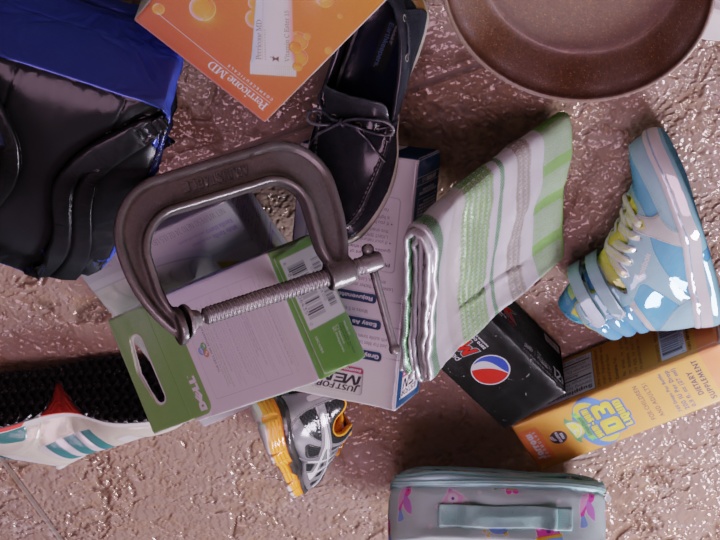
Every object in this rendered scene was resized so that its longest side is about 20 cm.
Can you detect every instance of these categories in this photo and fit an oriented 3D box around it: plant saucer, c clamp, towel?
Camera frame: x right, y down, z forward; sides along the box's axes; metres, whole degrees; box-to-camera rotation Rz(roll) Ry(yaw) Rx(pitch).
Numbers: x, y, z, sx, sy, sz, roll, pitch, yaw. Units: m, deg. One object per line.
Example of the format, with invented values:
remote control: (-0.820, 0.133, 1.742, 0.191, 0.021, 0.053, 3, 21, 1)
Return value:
plant saucer: (0.159, -0.216, 1.319, 0.199, 0.037, 0.201, 7, 131, 8)
c clamp: (-0.074, -0.004, 1.299, 0.199, 0.027, 0.172, -12, 92, -21)
towel: (0.102, -0.019, 1.394, 0.031, 0.200, 0.150, 27, 136, 29)

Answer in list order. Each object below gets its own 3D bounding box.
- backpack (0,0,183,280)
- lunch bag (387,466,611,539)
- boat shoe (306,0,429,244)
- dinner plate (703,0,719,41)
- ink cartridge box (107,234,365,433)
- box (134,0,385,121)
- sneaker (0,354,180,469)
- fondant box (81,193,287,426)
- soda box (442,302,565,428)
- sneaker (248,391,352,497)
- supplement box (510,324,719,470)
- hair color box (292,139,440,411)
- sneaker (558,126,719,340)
backpack: (-0.221, -0.101, 1.337, 0.162, 0.168, 0.200, 19, 128, -7)
lunch bag: (0.124, 0.216, 1.599, 0.199, 0.077, 0.160, 1, 166, 2)
boat shoe: (-0.002, -0.117, 1.340, 0.074, 0.062, 0.201, 19, 98, 17)
dinner plate: (0.283, -0.249, 1.317, 0.199, 0.024, 0.201, -1, 129, -1)
ink cartridge box: (-0.100, 0.052, 1.409, 0.200, 0.059, 0.104, -21, 93, 42)
box: (-0.047, -0.227, 1.279, 0.124, 0.098, 0.200, 37, 120, -18)
sneaker: (-0.244, 0.131, 1.594, 0.199, 0.071, 0.094, -5, 146, 1)
fondant box: (-0.120, 0.024, 1.506, 0.144, 0.058, 0.200, -24, 126, 17)
soda box: (0.086, 0.042, 1.517, 0.071, 0.063, 0.200, -33, 120, 24)
sneaker: (-0.043, 0.140, 1.547, 0.077, 0.079, 0.200, -24, 165, -3)
supplement box: (0.229, 0.101, 1.562, 0.199, 0.069, 0.067, -24, 123, 20)
hair color box: (0.000, 0.000, 1.422, 0.100, 0.060, 0.201, 10, 104, 19)
sneaker: (0.214, -0.018, 1.462, 0.130, 0.080, 0.200, -15, 126, 10)
